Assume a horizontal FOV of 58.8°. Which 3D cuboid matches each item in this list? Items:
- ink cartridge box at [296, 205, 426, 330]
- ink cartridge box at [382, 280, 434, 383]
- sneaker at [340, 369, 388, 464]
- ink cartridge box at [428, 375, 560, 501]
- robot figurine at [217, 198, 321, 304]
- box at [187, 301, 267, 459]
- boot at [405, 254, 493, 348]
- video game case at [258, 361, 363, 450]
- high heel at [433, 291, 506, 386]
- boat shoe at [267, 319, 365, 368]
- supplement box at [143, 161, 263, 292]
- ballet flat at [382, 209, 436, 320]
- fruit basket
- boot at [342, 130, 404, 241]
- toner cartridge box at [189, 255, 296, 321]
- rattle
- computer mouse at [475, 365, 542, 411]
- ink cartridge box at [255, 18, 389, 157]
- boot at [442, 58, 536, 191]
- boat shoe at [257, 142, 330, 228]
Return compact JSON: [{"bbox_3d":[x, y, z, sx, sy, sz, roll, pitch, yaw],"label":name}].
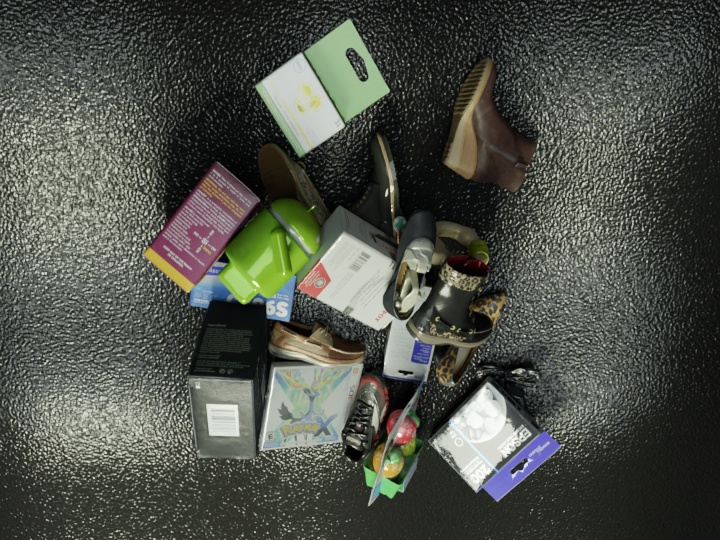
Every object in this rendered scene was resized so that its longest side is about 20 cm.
[{"bbox_3d":[0.000,0.000,1.162,0.197,0.084,0.147,29,120,-28],"label":"ink cartridge box"},{"bbox_3d":[0.104,0.119,1.269,0.096,0.039,0.206,10,106,-6],"label":"ink cartridge box"},{"bbox_3d":[0.007,0.302,1.283,0.069,0.098,0.206,18,113,18],"label":"sneaker"},{"bbox_3d":[0.269,0.353,1.301,0.199,0.043,0.199,43,114,6],"label":"ink cartridge box"},{"bbox_3d":[-0.149,-0.038,1.085,0.200,0.175,0.116,-44,96,-5],"label":"robot figurine"},{"bbox_3d":[-0.236,0.199,1.175,0.113,0.202,0.201,3,125,-3],"label":"box"},{"bbox_3d":[0.184,0.054,1.121,0.195,0.074,0.153,5,123,-33],"label":"boot"},{"bbox_3d":[-0.098,0.268,1.280,0.194,0.022,0.188,2,110,-28],"label":"video game case"},{"bbox_3d":[0.220,0.134,1.223,0.071,0.143,0.200,41,103,-15],"label":"high heel"},{"bbox_3d":[-0.083,0.139,1.251,0.193,0.076,0.074,9,106,-7],"label":"boat shoe"},{"bbox_3d":[-0.268,-0.078,1.117,0.103,0.131,0.202,39,92,-8],"label":"supplement box"},{"bbox_3d":[0.090,0.000,1.081,0.071,0.074,0.205,14,119,-7],"label":"ballet flat"},{"bbox_3d":[0.079,0.337,1.251,0.092,0.185,0.204,27,124,14],"label":"fruit basket"},{"bbox_3d":[0.005,-0.139,1.164,0.134,0.078,0.206,-9,108,6],"label":"boot"},{"bbox_3d":[-0.223,0.032,1.224,0.193,0.043,0.098,9,106,-5],"label":"toner cartridge box"},{"bbox_3d":[0.130,-0.017,1.184,0.194,0.133,0.144,-5,150,-27],"label":"rattle"},{"bbox_3d":[0.309,0.290,1.325,0.134,0.053,0.207,0,103,16],"label":"computer mouse"},{"bbox_3d":[-0.064,-0.316,1.114,0.197,0.048,0.147,-31,106,11],"label":"ink cartridge box"},{"bbox_3d":[0.245,-0.256,1.147,0.162,0.073,0.205,13,106,-19],"label":"boot"},{"bbox_3d":[-0.117,-0.143,1.169,0.072,0.063,0.203,-20,107,32],"label":"boat shoe"}]
